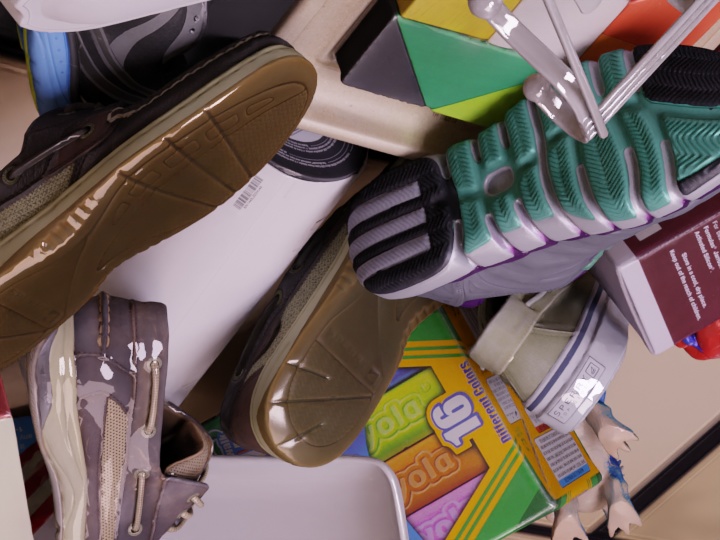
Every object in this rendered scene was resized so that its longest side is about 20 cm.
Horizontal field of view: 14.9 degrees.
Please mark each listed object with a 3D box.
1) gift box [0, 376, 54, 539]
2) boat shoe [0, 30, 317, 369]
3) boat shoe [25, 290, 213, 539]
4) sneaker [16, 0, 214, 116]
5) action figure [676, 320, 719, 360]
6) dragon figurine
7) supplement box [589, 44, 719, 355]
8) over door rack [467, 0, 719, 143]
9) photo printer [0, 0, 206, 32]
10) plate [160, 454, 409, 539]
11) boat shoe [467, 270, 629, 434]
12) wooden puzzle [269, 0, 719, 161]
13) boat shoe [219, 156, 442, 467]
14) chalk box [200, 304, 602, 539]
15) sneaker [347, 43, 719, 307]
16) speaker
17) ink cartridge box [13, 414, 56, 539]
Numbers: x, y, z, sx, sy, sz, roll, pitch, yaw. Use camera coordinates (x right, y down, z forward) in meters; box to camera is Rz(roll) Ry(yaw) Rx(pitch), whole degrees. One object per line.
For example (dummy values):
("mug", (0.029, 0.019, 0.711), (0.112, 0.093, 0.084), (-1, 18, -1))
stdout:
("gift box", (-0.228, 0.089, 1.222), (0.184, 0.200, 0.187), (-10, 129, -8))
("boat shoe", (-0.110, -0.037, 1.106), (0.200, 0.065, 0.073), (-36, 153, 4))
("boat shoe", (-0.102, 0.094, 1.232), (0.073, 0.075, 0.200), (-6, 132, 0))
("sneaker", (-0.097, -0.128, 1.085), (0.083, 0.071, 0.200), (-14, 152, -11))
("action figure", (0.164, -0.005, 1.391), (0.065, 0.052, 0.200), (-27, 139, 18))
("dragon figurine", (0.110, 0.079, 1.472), (0.059, 0.099, 0.200), (-17, 126, -1))
("supplement box", (0.188, -0.057, 1.245), (0.200, 0.109, 0.061), (-30, 128, -2))
("over door rack", (0.107, -0.137, 0.985), (0.148, 0.067, 0.200), (-47, 167, -5))
("photo printer", (-0.055, -0.175, 0.955), (0.200, 0.167, 0.069), (-16, 165, -7))
("plate", (-0.039, 0.174, 1.290), (0.199, 0.200, 0.032), (-1, -164, 39))
("boat shoe", (0.087, 0.021, 1.285), (0.072, 0.062, 0.200), (-52, -177, 8))
("wooden puzzle", (0.078, -0.113, 1.120), (0.185, 0.037, 0.200), (14, 131, -31))
("boat shoe", (0.000, 0.001, 1.251), (0.066, 0.201, 0.072), (5, 143, 48))
("chalk box", (-0.004, 0.105, 1.360), (0.200, 0.124, 0.125), (-32, 175, 16))
("sneaker", (0.095, -0.035, 1.155), (0.200, 0.074, 0.088), (-19, 156, 30))
("speaker", (-0.078, -0.006, 1.245), (0.081, 0.081, 0.200), (7, 138, -33))
("ink cartridge box", (-0.198, 0.185, 1.340), (0.146, 0.200, 0.084), (-12, 145, -8))
